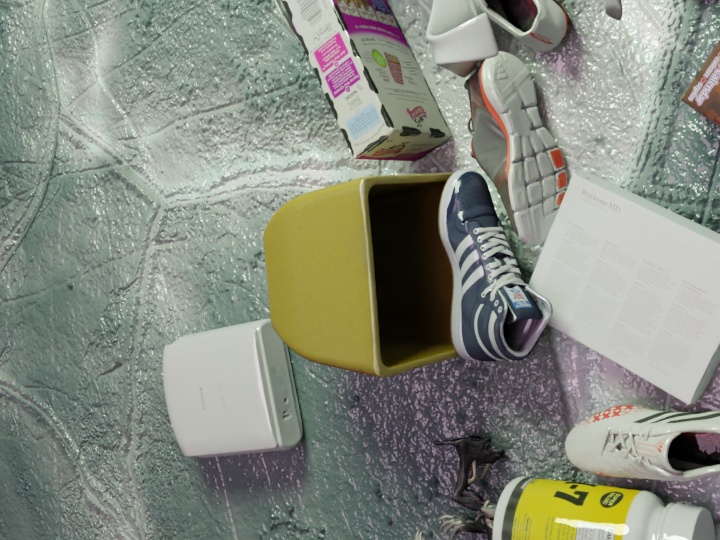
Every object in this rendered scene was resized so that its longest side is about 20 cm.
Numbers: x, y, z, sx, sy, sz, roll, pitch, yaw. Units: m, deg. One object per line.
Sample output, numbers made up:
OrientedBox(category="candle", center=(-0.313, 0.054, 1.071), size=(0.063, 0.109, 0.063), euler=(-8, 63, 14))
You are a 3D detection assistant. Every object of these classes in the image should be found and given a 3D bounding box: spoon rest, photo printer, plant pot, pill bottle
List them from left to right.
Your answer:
OrientedBox(category="photo printer", center=(-0.178, 0.160, 1.276), size=(0.198, 0.069, 0.169), euler=(-12, 88, 35))
OrientedBox(category="plant pot", center=(0.000, 0.000, 1.069), size=(0.198, 0.193, 0.199), euler=(-1, 95, 42))
OrientedBox(category="spoon rest", center=(0.096, -0.238, 0.977), size=(0.060, 0.200, 0.101), euler=(-18, 106, 6))
OrientedBox(category="pill bottle", center=(0.242, 0.273, 0.968), size=(0.198, 0.114, 0.116), euler=(-1, 95, 34))

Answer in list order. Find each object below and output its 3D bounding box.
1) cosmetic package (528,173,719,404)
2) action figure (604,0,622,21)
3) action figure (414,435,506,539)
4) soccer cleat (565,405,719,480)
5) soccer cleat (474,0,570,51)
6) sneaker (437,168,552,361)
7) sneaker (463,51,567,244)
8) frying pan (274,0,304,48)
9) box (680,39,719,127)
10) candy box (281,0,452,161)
OrientedBox(category="cosmetic package", center=(0.274, 0.013, 0.956), size=(0.199, 0.051, 0.153), euler=(31, 114, 29))
OrientedBox(category="action figure", center=(0.312, -0.300, 0.820), size=(0.199, 0.194, 0.105), euler=(-13, 125, 48))
OrientedBox(category="action figure", center=(0.118, 0.285, 1.060), size=(0.101, 0.119, 0.203), euler=(-7, 82, 19))
OrientedBox(category="soccer cleat", center=(0.285, 0.169, 0.935), size=(0.198, 0.085, 0.070), euler=(-8, 91, 35))
OrientedBox(category="soccer cleat", center=(0.137, -0.305, 0.997), size=(0.069, 0.085, 0.201), euler=(-46, 70, 29))
OrientedBox(category="sneaker", center=(0.137, -0.004, 0.986), size=(0.108, 0.069, 0.203), euler=(3, 99, 64))
OrientedBox(category="sneaker", center=(0.158, -0.124, 1.025), size=(0.082, 0.076, 0.203), euler=(-18, 82, 60))
OrientedBox(category="frying pan", center=(-0.046, -0.257, 1.114), size=(0.031, 0.115, 0.192), euler=(-31, 78, 20))
OrientedBox(category="box", center=(0.398, -0.199, 0.854), size=(0.137, 0.039, 0.201), euler=(41, 116, 24))
OrientedBox(category="candy box", center=(0.008, -0.221, 1.064), size=(0.061, 0.136, 0.202), euler=(-32, 77, 31))
